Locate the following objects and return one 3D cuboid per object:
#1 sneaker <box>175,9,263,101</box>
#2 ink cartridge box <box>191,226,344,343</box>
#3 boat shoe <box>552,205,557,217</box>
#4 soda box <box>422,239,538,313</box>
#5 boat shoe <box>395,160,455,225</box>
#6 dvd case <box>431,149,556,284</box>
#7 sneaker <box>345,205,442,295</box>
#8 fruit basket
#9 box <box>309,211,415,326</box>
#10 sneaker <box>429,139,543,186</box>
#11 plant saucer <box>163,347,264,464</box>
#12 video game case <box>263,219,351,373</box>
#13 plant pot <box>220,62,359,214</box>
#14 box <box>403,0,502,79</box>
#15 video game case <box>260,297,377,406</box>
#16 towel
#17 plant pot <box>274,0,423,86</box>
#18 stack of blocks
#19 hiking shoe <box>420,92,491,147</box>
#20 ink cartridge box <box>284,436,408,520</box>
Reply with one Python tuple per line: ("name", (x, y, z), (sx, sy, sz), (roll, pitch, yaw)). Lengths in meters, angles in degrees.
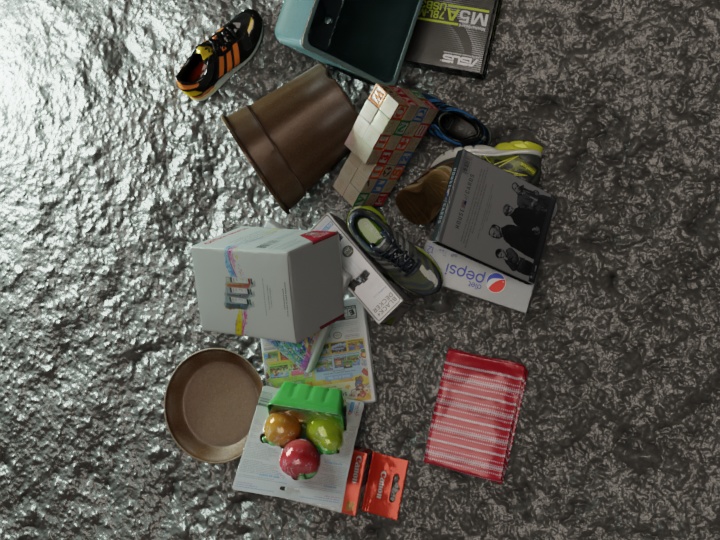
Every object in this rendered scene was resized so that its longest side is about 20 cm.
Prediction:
("sneaker", (-0.255, -0.395, 1.662), (0.070, 0.090, 0.200), (45, 96, 12))
("ink cartridge box", (-0.148, 0.017, 1.472), (0.197, 0.145, 0.148), (6, 108, 32))
("boat shoe", (0.229, -0.094, 1.539), (0.196, 0.072, 0.070), (-19, 39, -6))
("soda box", (0.196, 0.011, 1.543), (0.196, 0.063, 0.070), (17, 90, 13))
("boat shoe", (0.124, -0.136, 1.525), (0.072, 0.200, 0.073), (-39, 90, -25))
("dvd case", (0.214, -0.082, 1.449), (0.197, 0.025, 0.153), (22, 81, -26))
("sneaker", (0.050, -0.029, 1.503), (0.199, 0.081, 0.074), (39, 99, 6))
("fruit basket", (-0.098, 0.290, 1.520), (0.181, 0.095, 0.203), (6, 54, 9))
("box", (0.000, 0.000, 1.562), (0.060, 0.117, 0.200), (-43, 79, 6))
("sneaker", (0.208, -0.163, 1.534), (0.196, 0.074, 0.087), (-8, 77, 23))
("plant saucer", (-0.255, 0.241, 1.644), (0.196, 0.037, 0.205), (-1, 85, 12))
("video game case", (-0.119, 0.045, 1.565), (0.181, 0.024, 0.203), (34, 119, 21))
("plant pot", (-0.103, -0.235, 1.573), (0.197, 0.200, 0.202), (-34, 79, 0))
("box", (0.141, -0.447, 1.598), (0.196, 0.047, 0.197), (14, 87, 14))
("video game case", (-0.077, 0.151, 1.617), (0.196, 0.023, 0.186), (-9, 84, 11))
("towel", (0.194, 0.243, 1.548), (0.142, 0.022, 0.204), (13, 89, 14))
("plant pot", (-0.037, -0.439, 1.553), (0.199, 0.193, 0.200), (23, 95, 56))
("stack of blocks", (0.032, -0.205, 1.531), (0.059, 0.114, 0.202), (46, 120, 27))
("hiking shoe", (0.131, -0.264, 1.566), (0.197, 0.087, 0.076), (21, 90, 13))
("ink cartridge box", (-0.025, 0.356, 1.574), (0.196, 0.050, 0.111), (11, 88, 14))
